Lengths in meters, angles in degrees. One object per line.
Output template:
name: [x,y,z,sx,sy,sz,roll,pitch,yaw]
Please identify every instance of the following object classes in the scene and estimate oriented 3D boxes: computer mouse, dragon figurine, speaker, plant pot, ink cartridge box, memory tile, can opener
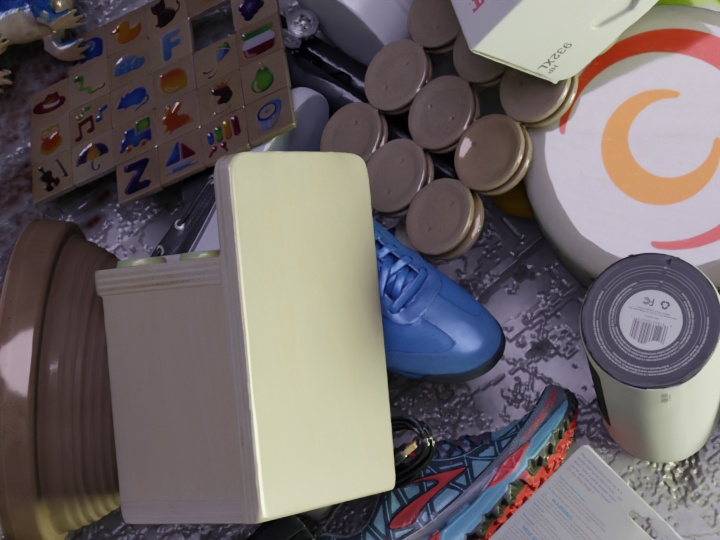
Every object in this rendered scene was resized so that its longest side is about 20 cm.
computer mouse: [-0.027,0.156,1.107,0.200,0.034,0.059,-49,62,25]
dragon figurine: [-0.253,-0.183,1.264,0.200,0.059,0.100,-24,58,-12]
speaker: [0.178,0.057,1.087,0.081,0.200,0.081,-3,72,10]
plant pot: [-0.160,0.070,1.115,0.092,0.201,0.201,2,72,2]
ink cartridge box: [0.107,-0.236,1.068,0.145,0.084,0.200,-42,52,34]
memory tile: [0.068,-0.117,1.137,0.200,0.017,0.153,-54,49,7]
can opener: [-0.003,-0.114,1.238,0.200,0.079,0.063,28,50,7]

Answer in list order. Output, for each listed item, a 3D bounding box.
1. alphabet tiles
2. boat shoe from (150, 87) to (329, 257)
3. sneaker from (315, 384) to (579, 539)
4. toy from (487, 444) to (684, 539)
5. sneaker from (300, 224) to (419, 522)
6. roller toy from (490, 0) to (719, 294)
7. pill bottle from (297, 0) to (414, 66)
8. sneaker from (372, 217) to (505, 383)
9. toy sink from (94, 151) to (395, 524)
alphabet tiles: [-0.139,-0.120,1.226,0.200,0.008,0.168,-23,51,17]
boat shoe: [-0.094,-0.040,1.205,0.066,0.070,0.200,31,96,26]
sneaker: [0.051,0.133,1.138,0.200,0.079,0.096,-44,72,-9]
toy: [0.110,0.211,1.099,0.115,0.047,0.200,44,101,7]
sneaker: [-0.039,0.050,1.172,0.111,0.077,0.200,21,81,2]
roller toy: [0.195,-0.065,1.157,0.200,0.140,0.183,-37,78,3]
pill bottle: [0.049,-0.239,1.236,0.119,0.120,0.200,37,79,15]
sneaker: [0.000,0.000,1.109,0.200,0.079,0.066,32,66,29]
toy sink: [-0.069,0.037,1.044,0.112,0.130,0.201,-6,90,35]
